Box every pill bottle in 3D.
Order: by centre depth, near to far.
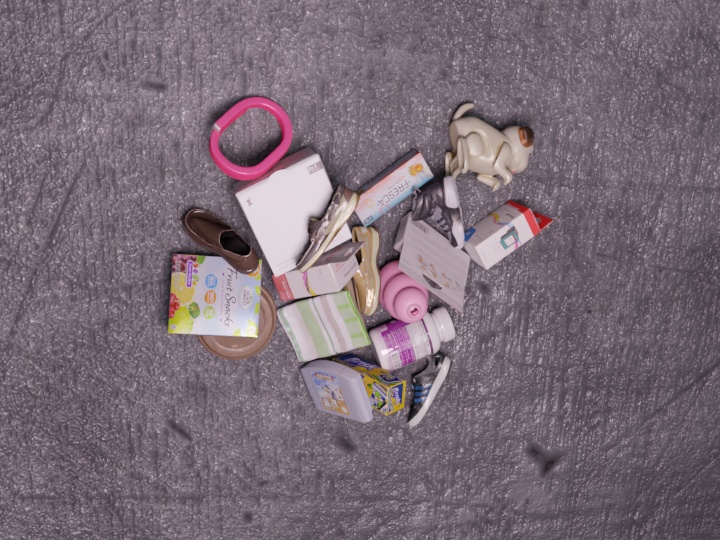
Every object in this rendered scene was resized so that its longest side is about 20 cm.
[{"bbox_3d":[0.124,0.161,1.693,0.195,0.112,0.115,-21,109,-7],"label":"pill bottle"}]

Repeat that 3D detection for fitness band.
[{"bbox_3d":[-0.228,-0.279,1.477,0.143,0.037,0.201,43,60,-3],"label":"fitness band"}]

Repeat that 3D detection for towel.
[{"bbox_3d":[-0.087,0.132,1.624,0.195,0.031,0.152,-15,112,27],"label":"towel"}]

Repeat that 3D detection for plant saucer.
[{"bbox_3d":[-0.288,0.115,1.625,0.193,0.030,0.207,-3,106,-12],"label":"plant saucer"}]

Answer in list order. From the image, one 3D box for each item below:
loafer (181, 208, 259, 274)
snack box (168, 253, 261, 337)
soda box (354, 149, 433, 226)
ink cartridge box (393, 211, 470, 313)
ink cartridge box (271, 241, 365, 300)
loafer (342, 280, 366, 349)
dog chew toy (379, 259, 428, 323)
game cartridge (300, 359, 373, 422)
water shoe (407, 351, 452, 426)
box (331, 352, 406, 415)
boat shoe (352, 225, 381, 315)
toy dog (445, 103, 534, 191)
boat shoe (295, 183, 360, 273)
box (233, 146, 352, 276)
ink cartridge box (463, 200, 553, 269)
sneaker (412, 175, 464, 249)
[{"bbox_3d":[-0.297,-0.076,1.512,0.197,0.071,0.074,33,60,7],"label":"loafer"},{"bbox_3d":[-0.318,0.057,1.548,0.193,0.068,0.175,3,85,-11],"label":"snack box"},{"bbox_3d":[0.067,-0.189,1.605,0.198,0.064,0.069,-36,110,-1],"label":"soda box"},{"bbox_3d":[0.163,-0.012,1.629,0.198,0.179,0.044,34,138,-20],"label":"ink cartridge box"},{"bbox_3d":[-0.082,0.000,1.545,0.195,0.117,0.069,-10,112,30],"label":"ink cartridge box"},{"bbox_3d":[-0.041,0.095,1.651,0.066,0.076,0.206,-21,100,-23],"label":"loafer"},{"bbox_3d":[0.100,0.055,1.607,0.120,0.201,0.128,-3,110,-8],"label":"dog chew toy"},{"bbox_3d":[-0.061,0.276,1.643,0.041,0.197,0.136,-38,116,-35],"label":"game cartridge"},{"bbox_3d":[0.157,0.293,1.773,0.078,0.071,0.204,29,100,9],"label":"water shoe"},{"bbox_3d":[0.015,0.261,1.647,0.063,0.197,0.072,-11,112,-41],"label":"box"},{"bbox_3d":[0.000,0.000,1.614,0.074,0.071,0.207,4,80,-35],"label":"boat shoe"},{"bbox_3d":[0.300,-0.278,1.615,0.193,0.140,0.200,0,70,-12],"label":"toy dog"},{"bbox_3d":[-0.080,-0.089,1.462,0.064,0.073,0.202,36,92,-9],"label":"boat shoe"},{"bbox_3d":[-0.149,-0.131,1.534,0.195,0.131,0.204,-26,110,-4],"label":"box"},{"bbox_3d":[0.344,-0.098,1.670,0.197,0.116,0.068,-35,110,-2],"label":"ink cartridge box"},{"bbox_3d":[0.177,-0.126,1.619,0.110,0.077,0.203,-8,135,12],"label":"sneaker"}]
